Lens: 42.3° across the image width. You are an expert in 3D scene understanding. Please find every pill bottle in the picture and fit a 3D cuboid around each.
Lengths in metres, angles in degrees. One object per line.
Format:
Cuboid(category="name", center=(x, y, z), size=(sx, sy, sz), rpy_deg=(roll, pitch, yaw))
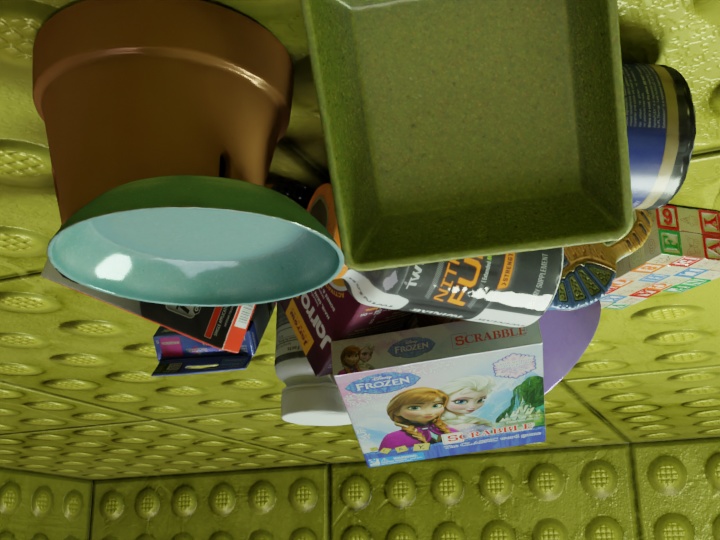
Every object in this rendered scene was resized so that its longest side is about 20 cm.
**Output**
Cuboid(category="pill bottle", center=(0.141, -0.106, 0.712), size=(0.197, 0.113, 0.112), rpy_deg=(2, 162, -8))
Cuboid(category="pill bottle", center=(-0.045, 0.077, 1.107), size=(0.112, 0.202, 0.114), rpy_deg=(0, 162, 0))
Cuboid(category="pill bottle", center=(0.054, -0.018, 0.747), size=(0.198, 0.108, 0.106), rpy_deg=(9, 160, -23))

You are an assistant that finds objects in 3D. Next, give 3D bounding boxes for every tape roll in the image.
Cuboid(category="tape roll", center=(0.176, 0.070, 1.084), size=(0.085, 0.201, 0.200), rpy_deg=(43, 147, -13))

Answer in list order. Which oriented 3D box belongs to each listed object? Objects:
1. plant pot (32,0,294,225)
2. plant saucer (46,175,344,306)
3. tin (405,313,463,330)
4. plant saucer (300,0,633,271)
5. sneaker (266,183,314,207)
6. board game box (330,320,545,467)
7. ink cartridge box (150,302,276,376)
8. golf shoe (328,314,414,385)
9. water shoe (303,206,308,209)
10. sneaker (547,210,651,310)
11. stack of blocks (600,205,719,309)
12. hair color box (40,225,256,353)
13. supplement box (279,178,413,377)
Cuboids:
Cuboid(category="plant pot", center=(-0.148, -0.091, 0.702), size=(0.197, 0.142, 0.200), rpy_deg=(-2, 162, -1))
Cuboid(category="plant saucer", center=(-0.110, -0.020, 0.637), size=(0.197, 0.036, 0.200), rpy_deg=(-2, 161, -1))
Cuboid(category="tin", center=(0.094, 0.050, 0.957), size=(0.111, 0.042, 0.201), rpy_deg=(-24, 156, -33))
Cuboid(category="plant saucer", center=(0.073, -0.112, 0.625), size=(0.197, 0.202, 0.048), rpy_deg=(-7, -164, 8))
Cuboid(category="sneaker", center=(-0.132, -0.057, 0.911), size=(0.199, 0.071, 0.090), rpy_deg=(14, 153, -42))
Cuboid(category="board game box", center=(0.085, 0.125, 0.937), size=(0.198, 0.041, 0.200), rpy_deg=(-10, 142, 6))
Cuboid(category="ink cartridge box", center=(-0.173, 0.060, 1.123), size=(0.118, 0.042, 0.200), rpy_deg=(-4, -154, 9))
Cuboid(category="golf shoe", center=(0.026, 0.049, 1.054), size=(0.073, 0.201, 0.092), rpy_deg=(47, 162, -29))
Cuboid(category="water shoe", center=(-0.107, -0.034, 0.805), size=(0.198, 0.072, 0.079), rpy_deg=(-11, 131, 1))
Cuboid(category="sneaker", center=(0.213, -0.011, 0.938), size=(0.199, 0.076, 0.088), rpy_deg=(-31, -173, -37))
Cuboid(category="stack of blocks", center=(0.337, -0.009, 1.094), size=(0.114, 0.059, 0.200), rpy_deg=(5, 160, -19))
Cuboid(category="hair color box", center=(-0.198, -0.002, 0.909), size=(0.198, 0.103, 0.061), rpy_deg=(20, 175, 11))
Cuboid(category="supplement box", center=(0.000, 0.000, 0.907), size=(0.085, 0.111, 0.201), rpy_deg=(-12, 149, -33))
